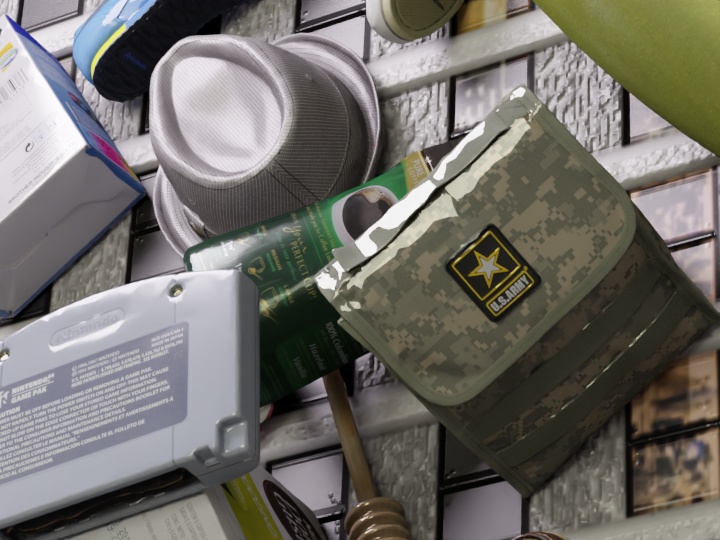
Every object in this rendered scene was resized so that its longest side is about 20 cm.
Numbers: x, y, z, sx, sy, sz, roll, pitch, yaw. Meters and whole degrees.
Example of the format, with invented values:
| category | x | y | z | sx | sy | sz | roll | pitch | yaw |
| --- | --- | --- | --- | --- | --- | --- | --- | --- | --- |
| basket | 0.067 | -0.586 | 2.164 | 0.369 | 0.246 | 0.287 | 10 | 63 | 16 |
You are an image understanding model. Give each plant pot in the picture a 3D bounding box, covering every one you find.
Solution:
| category | x | y | z | sx | sy | sz | roll | pitch | yaw |
| --- | --- | --- | --- | --- | --- | --- | --- | --- | --- |
| plant pot | 0.208 | -0.159 | 1.656 | 0.187 | 0.187 | 0.200 | -37 | 59 | 10 |

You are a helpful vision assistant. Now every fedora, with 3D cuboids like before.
| category | x | y | z | sx | sy | sz | roll | pitch | yaw |
| --- | --- | --- | --- | --- | --- | --- | --- | --- | --- |
| fedora | -0.079 | -0.093 | 1.860 | 0.177 | 0.090 | 0.200 | -40 | 47 | 7 |

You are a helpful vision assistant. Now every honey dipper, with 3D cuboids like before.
| category | x | y | z | sx | sy | sz | roll | pitch | yaw |
| --- | --- | --- | --- | --- | --- | --- | --- | --- | --- |
| honey dipper | -0.004 | 0.109 | 1.721 | 0.038 | 0.038 | 0.201 | -33 | 44 | 14 |

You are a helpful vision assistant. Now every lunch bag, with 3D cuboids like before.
| category | x | y | z | sx | sy | sz | roll | pitch | yaw |
| --- | --- | --- | --- | --- | --- | --- | --- | --- | --- |
| lunch bag | 0.085 | 0.008 | 1.604 | 0.164 | 0.200 | 0.118 | -43 | 46 | 4 |

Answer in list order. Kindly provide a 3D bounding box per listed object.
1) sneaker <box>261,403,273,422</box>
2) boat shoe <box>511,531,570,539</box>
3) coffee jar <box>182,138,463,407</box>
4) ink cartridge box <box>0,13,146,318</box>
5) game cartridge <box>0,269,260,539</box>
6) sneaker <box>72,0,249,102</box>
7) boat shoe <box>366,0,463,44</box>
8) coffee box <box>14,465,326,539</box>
| category | x | y | z | sx | sy | sz | roll | pitch | yaw |
| --- | --- | --- | --- | --- | --- | --- | --- | --- | --- |
| sneaker | -0.138 | 0.096 | 1.794 | 0.199 | 0.075 | 0.081 | -31 | 48 | 14 |
| boat shoe | 0.098 | 0.223 | 1.544 | 0.072 | 0.072 | 0.201 | -19 | 53 | 25 |
| coffee jar | 0.000 | 0.000 | 1.721 | 0.199 | 0.085 | 0.105 | -23 | 50 | 2 |
| ink cartridge box | -0.253 | -0.083 | 1.989 | 0.136 | 0.076 | 0.200 | -41 | 48 | 6 |
| game cartridge | -0.142 | 0.075 | 1.569 | 0.199 | 0.042 | 0.134 | -20 | 46 | 23 |
| sneaker | -0.122 | -0.205 | 1.981 | 0.200 | 0.066 | 0.079 | -40 | 43 | 8 |
| boat shoe | 0.035 | -0.230 | 1.886 | 0.068 | 0.075 | 0.201 | -10 | 50 | 38 |
| coffee box | -0.115 | 0.220 | 1.612 | 0.200 | 0.198 | 0.200 | -37 | 46 | 8 |
